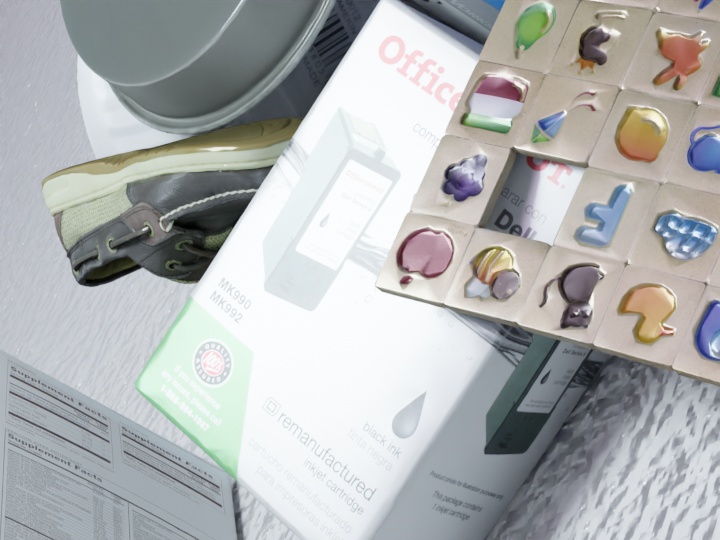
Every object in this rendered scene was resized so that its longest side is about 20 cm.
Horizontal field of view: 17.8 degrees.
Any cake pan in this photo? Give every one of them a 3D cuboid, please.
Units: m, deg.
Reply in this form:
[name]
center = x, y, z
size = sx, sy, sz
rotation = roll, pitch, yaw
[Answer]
[cake pan]
center = -0.076, -0.165, 1.070
size = 0.200, 0.037, 0.201
rotation = -17, 66, 44

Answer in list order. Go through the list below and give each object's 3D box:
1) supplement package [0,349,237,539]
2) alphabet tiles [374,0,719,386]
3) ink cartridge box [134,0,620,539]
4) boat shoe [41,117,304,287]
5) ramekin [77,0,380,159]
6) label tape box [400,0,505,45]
[supplement package]
center = -0.158, 0.173, 1.140
size = 0.152, 0.150, 0.200
rotation = -54, 21, 18
[alphabet tiles]
center = 0.117, -0.045, 0.835
size = 0.199, 0.008, 0.168
rotation = 15, 73, 36
[ink cartridge box]
center = 0.022, 0.009, 0.942
size = 0.146, 0.084, 0.200
rotation = 37, 98, 35
[boat shoe]
center = -0.080, -0.027, 1.059
size = 0.200, 0.072, 0.066
rotation = -8, 96, 54
[ramekin]
center = -0.036, -0.101, 1.175
size = 0.098, 0.200, 0.201
rotation = -9, 53, 54
[label tape box]
center = 0.073, -0.134, 1.022
size = 0.066, 0.143, 0.200
rotation = -59, 20, -1
